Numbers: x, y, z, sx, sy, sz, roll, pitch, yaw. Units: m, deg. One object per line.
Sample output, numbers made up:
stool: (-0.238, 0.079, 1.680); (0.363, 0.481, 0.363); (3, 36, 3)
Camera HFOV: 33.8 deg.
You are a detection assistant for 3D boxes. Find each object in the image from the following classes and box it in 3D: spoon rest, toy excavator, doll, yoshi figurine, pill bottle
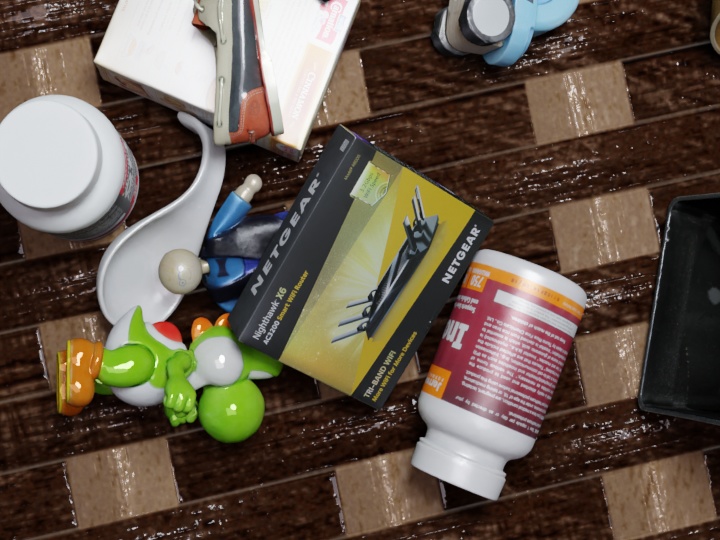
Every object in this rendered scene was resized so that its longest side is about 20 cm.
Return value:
spoon rest: (-0.172, -0.040, 1.058); (0.060, 0.099, 0.203); (16, 81, 40)
toy excavator: (0.177, -0.283, 1.098); (0.196, 0.100, 0.198); (6, 89, -17)
doll: (-0.084, -0.019, 1.059); (0.197, 0.048, 0.139); (-12, 112, -14)
yoshi figurine: (-0.161, 0.108, 1.034); (0.197, 0.113, 0.113); (-1, 126, -22)
pill bottle: (0.118, 0.094, 1.059); (0.111, 0.113, 0.203); (22, 86, -3)
pill bottle: (-0.248, -0.085, 0.993); (0.108, 0.200, 0.113); (0, 88, -5)

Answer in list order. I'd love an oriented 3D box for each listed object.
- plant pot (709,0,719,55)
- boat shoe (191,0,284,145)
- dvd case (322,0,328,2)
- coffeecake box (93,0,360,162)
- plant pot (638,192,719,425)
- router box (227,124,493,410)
plant pot: (0.409, -0.315, 1.079); (0.183, 0.187, 0.204); (3, 74, -4)
boat shoe: (-0.112, -0.208, 1.003); (0.061, 0.071, 0.204); (-11, 93, -3)
dvd case: (-0.051, -0.348, 1.071); (0.200, 0.018, 0.142); (45, 65, 7)
coffeecake box: (-0.117, -0.211, 1.072); (0.197, 0.073, 0.156); (23, 85, -3)
plant pot: (0.386, 0.046, 1.050); (0.174, 0.200, 0.203); (11, 87, -16)
router box: (0.000, 0.000, 1.037); (0.156, 0.052, 0.202); (27, 99, -25)
